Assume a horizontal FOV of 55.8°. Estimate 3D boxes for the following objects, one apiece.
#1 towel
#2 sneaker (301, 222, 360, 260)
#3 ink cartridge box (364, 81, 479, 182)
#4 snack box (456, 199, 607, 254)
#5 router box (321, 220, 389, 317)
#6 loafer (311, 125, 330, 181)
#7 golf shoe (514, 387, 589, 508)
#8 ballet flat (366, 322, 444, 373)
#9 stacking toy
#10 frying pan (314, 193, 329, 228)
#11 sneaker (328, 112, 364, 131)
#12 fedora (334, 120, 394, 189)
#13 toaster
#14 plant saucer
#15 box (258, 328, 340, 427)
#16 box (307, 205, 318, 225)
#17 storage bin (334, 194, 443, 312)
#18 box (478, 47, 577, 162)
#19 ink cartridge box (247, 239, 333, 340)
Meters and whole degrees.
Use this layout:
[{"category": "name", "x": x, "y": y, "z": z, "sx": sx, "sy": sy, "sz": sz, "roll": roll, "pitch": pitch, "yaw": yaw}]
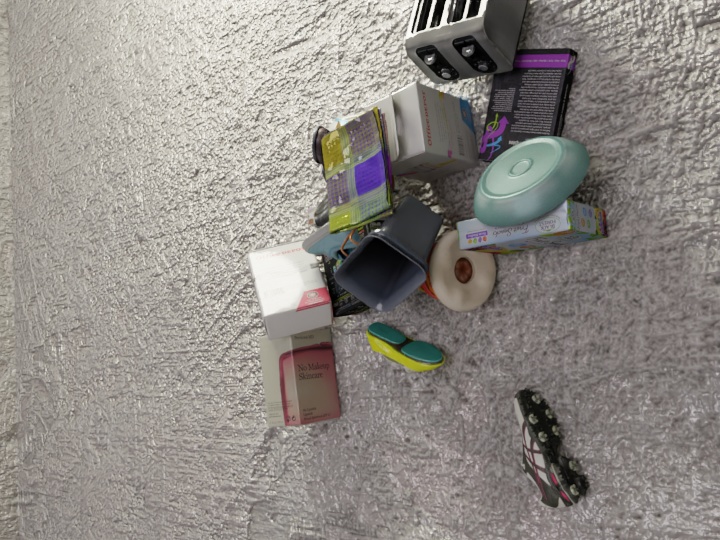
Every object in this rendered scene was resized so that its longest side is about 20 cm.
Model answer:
[{"category": "towel", "x": -0.009, "y": -0.173, "z": 1.186, "sx": 0.143, "sy": 0.023, "sz": 0.201, "roll": -18, "pitch": 69, "yaw": 35}, {"category": "sneaker", "x": -0.058, "y": -0.048, "z": 1.359, "sx": 0.082, "sy": 0.074, "sz": 0.200, "roll": 59, "pitch": 158, "yaw": -1}, {"category": "ink cartridge box", "x": 0.105, "y": -0.249, "z": 1.244, "sx": 0.125, "sy": 0.200, "sz": 0.129, "roll": -14, "pitch": 79, "yaw": 41}, {"category": "snack box", "x": 0.280, "y": -0.067, "z": 1.118, "sx": 0.200, "sy": 0.142, "sz": 0.053, "roll": -10, "pitch": 82, "yaw": 41}, {"category": "router box", "x": 0.000, "y": 0.000, "z": 1.392, "sx": 0.200, "sy": 0.062, "sz": 0.150, "roll": -29, "pitch": 70, "yaw": 55}, {"category": "loafer", "x": -0.052, "y": -0.236, "z": 1.403, "sx": 0.063, "sy": 0.200, "sz": 0.072, "roll": 13, "pitch": 75, "yaw": 11}, {"category": "golf shoe", "x": 0.296, "y": 0.300, "z": 1.140, "sx": 0.088, "sy": 0.077, "sz": 0.200, "roll": -41, "pitch": 62, "yaw": 42}, {"category": "ballet flat", "x": 0.089, "y": 0.164, "z": 1.347, "sx": 0.200, "sy": 0.067, "sz": 0.067, "roll": 23, "pitch": 125, "yaw": 43}, {"category": "stacking toy", "x": 0.141, "y": 0.004, "z": 1.276, "sx": 0.200, "sy": 0.146, "sz": 0.147, "roll": -5, "pitch": 85, "yaw": 60}, {"category": "frying pan", "x": -0.048, "y": -0.160, "z": 1.414, "sx": 0.115, "sy": 0.031, "sz": 0.190, "roll": -35, "pitch": 25, "yaw": 38}, {"category": "sneaker", "x": 0.015, "y": -0.282, "z": 1.411, "sx": 0.200, "sy": 0.077, "sz": 0.081, "roll": 17, "pitch": 76, "yaw": 31}, {"category": "fedora", "x": 0.017, "y": -0.202, "z": 1.316, "sx": 0.082, "sy": 0.201, "sz": 0.201, "roll": -20, "pitch": 72, "yaw": 4}, {"category": "toaster", "x": 0.193, "y": -0.448, "z": 1.202, "sx": 0.181, "sy": 0.119, "sz": 0.201, "roll": 5, "pitch": 76, "yaw": 44}, {"category": "plant saucer", "x": 0.261, "y": -0.152, "z": 1.082, "sx": 0.200, "sy": 0.036, "sz": 0.200, "roll": -28, "pitch": 31, "yaw": 19}, {"category": "box", "x": -0.133, "y": 0.234, "z": 1.493, "sx": 0.109, "sy": 0.128, "sz": 0.201, "roll": -15, "pitch": 79, "yaw": 41}, {"category": "box", "x": -0.033, "y": -0.133, "z": 1.473, "sx": 0.200, "sy": 0.041, "sz": 0.039, "roll": -11, "pitch": 81, "yaw": 42}, {"category": "storage bin", "x": 0.051, "y": -0.041, "z": 1.214, "sx": 0.145, "sy": 0.134, "sz": 0.200, "roll": 35, "pitch": 147, "yaw": -5}, {"category": "box", "x": 0.289, "y": -0.283, "z": 1.190, "sx": 0.143, "sy": 0.036, "sz": 0.201, "roll": 16, "pitch": 98, "yaw": 42}, {"category": "ink cartridge box", "x": -0.153, "y": 0.037, "z": 1.464, "sx": 0.085, "sy": 0.145, "sz": 0.200, "roll": 87, "pitch": 166, "yaw": -46}]
